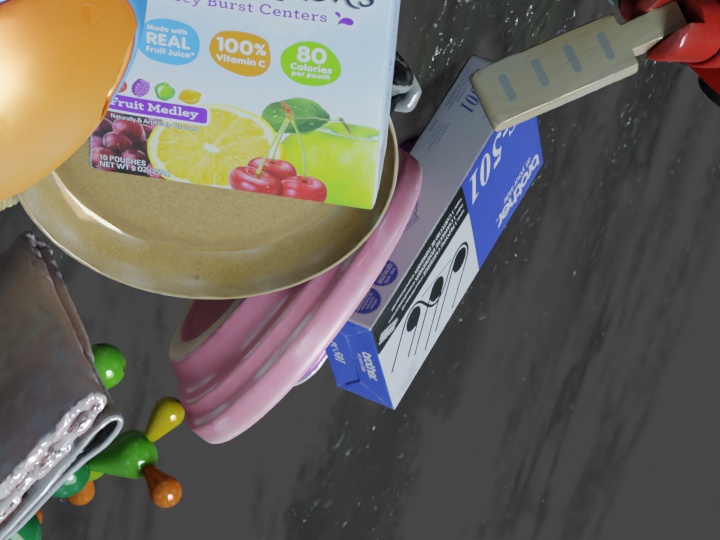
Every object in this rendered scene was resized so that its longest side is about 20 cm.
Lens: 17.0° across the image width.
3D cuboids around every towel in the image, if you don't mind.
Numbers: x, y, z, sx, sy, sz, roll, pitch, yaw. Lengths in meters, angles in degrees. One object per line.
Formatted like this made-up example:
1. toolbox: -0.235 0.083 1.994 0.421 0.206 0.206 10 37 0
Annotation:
1. towel: -0.214 0.093 1.247 0.200 0.191 0.032 -45 122 6

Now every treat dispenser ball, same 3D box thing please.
1. treat dispenser ball: -0.185 -0.119 0.972 0.201 0.201 0.201 -30 149 -21

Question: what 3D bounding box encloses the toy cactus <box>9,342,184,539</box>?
1. toy cactus: -0.194 0.131 1.422 0.165 0.102 0.200 -8 146 -31

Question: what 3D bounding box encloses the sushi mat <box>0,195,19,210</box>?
1. sushi mat: -0.185 -0.098 1.194 0.096 0.012 0.200 -25 147 -31

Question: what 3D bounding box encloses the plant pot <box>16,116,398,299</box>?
1. plant pot: -0.080 -0.065 1.228 0.200 0.027 0.200 1 135 1

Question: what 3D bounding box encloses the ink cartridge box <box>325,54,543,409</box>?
1. ink cartridge box: 0.044 -0.024 1.453 0.200 0.044 0.094 -58 155 -24

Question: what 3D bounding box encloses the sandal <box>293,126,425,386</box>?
1. sandal: 0.005 -0.001 1.512 0.082 0.050 0.203 -4 133 -49

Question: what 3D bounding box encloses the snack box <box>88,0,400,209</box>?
1. snack box: -0.053 -0.125 1.106 0.142 0.053 0.200 8 134 2

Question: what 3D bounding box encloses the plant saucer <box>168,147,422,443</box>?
1. plant saucer: -0.045 0.004 1.370 0.201 0.051 0.201 -50 -168 15

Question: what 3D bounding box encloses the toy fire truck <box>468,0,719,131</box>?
1. toy fire truck: 0.141 -0.155 1.344 0.200 0.176 0.129 -4 134 -47

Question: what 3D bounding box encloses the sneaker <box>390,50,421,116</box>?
1. sneaker: -0.036 -0.112 1.248 0.200 0.116 0.075 -1 131 -50
